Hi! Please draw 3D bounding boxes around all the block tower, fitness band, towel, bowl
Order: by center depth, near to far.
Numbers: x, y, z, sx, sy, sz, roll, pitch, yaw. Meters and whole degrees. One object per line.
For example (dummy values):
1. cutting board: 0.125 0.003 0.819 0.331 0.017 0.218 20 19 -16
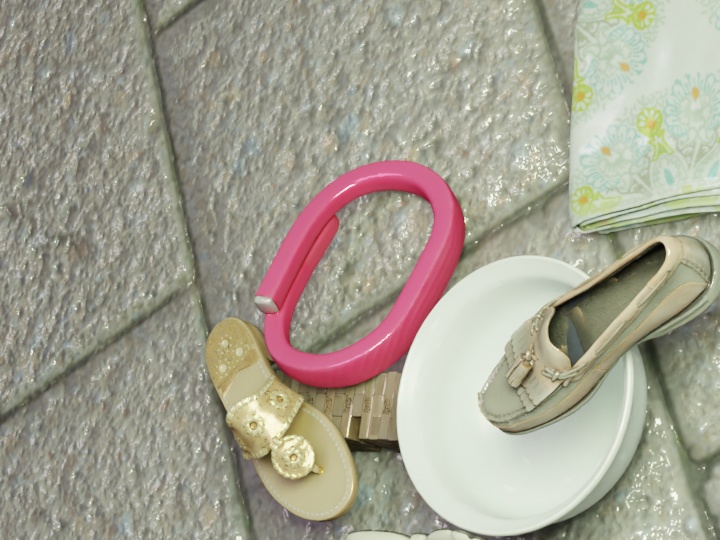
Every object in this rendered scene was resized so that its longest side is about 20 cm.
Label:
1. bowl: 0.129 0.097 1.559 0.200 0.090 0.202 -15 65 36
2. towel: 0.226 -0.129 1.587 0.171 0.048 0.201 -10 68 39
3. block tower: 0.011 0.109 1.692 0.199 0.054 0.058 -4 72 41
4. fitness band: 0.000 0.000 1.707 0.143 0.037 0.201 9 60 35

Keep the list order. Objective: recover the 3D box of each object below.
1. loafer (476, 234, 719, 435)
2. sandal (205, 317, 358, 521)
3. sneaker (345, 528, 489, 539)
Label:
1. loafer: 0.148 0.037 1.461 0.200 0.063 0.072 -38 55 24
2. sandal: -0.083 0.111 1.691 0.078 0.069 0.212 -50 48 17
3. sneaker: 0.058 0.233 1.550 0.200 0.077 0.085 -10 59 48
